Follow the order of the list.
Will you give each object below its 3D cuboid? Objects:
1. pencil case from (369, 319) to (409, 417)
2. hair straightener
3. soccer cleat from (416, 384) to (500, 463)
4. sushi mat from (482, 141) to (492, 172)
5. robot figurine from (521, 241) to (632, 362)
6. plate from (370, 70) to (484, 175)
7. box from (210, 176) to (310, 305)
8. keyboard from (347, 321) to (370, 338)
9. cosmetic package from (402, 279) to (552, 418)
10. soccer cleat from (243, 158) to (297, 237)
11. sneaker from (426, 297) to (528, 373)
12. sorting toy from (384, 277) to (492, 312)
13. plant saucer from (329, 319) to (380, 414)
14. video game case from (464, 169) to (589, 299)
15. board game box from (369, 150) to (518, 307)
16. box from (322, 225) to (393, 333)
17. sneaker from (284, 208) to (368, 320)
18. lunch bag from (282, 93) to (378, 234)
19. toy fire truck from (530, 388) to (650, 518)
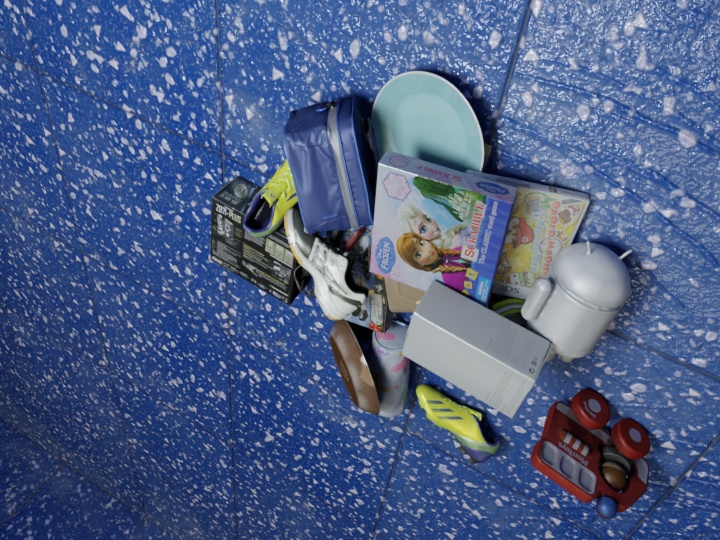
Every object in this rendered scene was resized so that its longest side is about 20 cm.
[{"bbox_3d":[0.061,0.195,1.199,0.082,0.090,0.204,31,138,32],"label":"pencil case"},{"bbox_3d":[-0.066,-0.027,1.085,0.077,0.041,0.202,41,130,9],"label":"hair straightener"},{"bbox_3d":[0.195,0.291,1.209,0.200,0.065,0.084,45,111,1],"label":"soccer cleat"},{"bbox_3d":[0.138,-0.127,0.953,0.094,0.012,0.204,24,134,16],"label":"sushi mat"},{"bbox_3d":[0.315,0.044,0.885,0.165,0.114,0.204,0,131,-21],"label":"robot figurine"},{"bbox_3d":[0.099,-0.195,0.900,0.197,0.025,0.205,24,133,28],"label":"plate"},{"bbox_3d":[-0.188,-0.057,1.179,0.196,0.086,0.166,28,135,13],"label":"box"},{"bbox_3d":[-0.017,0.056,1.184,0.102,0.040,0.203,26,133,14],"label":"keyboard"},{"bbox_3d":[0.167,0.116,0.908,0.197,0.081,0.114,31,142,14],"label":"cosmetic package"},{"bbox_3d":[-0.131,-0.140,1.032,0.064,0.083,0.202,38,103,11],"label":"soccer cleat"},{"bbox_3d":[0.194,0.121,0.995,0.197,0.082,0.074,-31,143,15],"label":"sneaker"},{"bbox_3d":[0.126,-0.006,1.010,0.179,0.037,0.204,0,130,15],"label":"sorting toy"},{"bbox_3d":[-0.018,0.189,1.181,0.200,0.036,0.206,158,91,-78],"label":"plant saucer"},{"bbox_3d":[0.221,-0.044,0.913,0.176,0.023,0.204,11,131,2],"label":"video game case"},{"bbox_3d":[0.113,-0.054,0.893,0.195,0.041,0.204,19,133,17],"label":"board game box"},{"bbox_3d":[0.000,0.000,1.101,0.134,0.040,0.205,18,120,23],"label":"box"},{"bbox_3d":[-0.053,-0.022,1.019,0.086,0.076,0.204,-26,98,18],"label":"sneaker"},{"bbox_3d":[-0.035,-0.170,0.940,0.128,0.137,0.204,-8,124,8],"label":"lunch bag"},{"bbox_3d":[0.386,0.316,1.016,0.198,0.169,0.113,35,137,5],"label":"toy fire truck"}]
